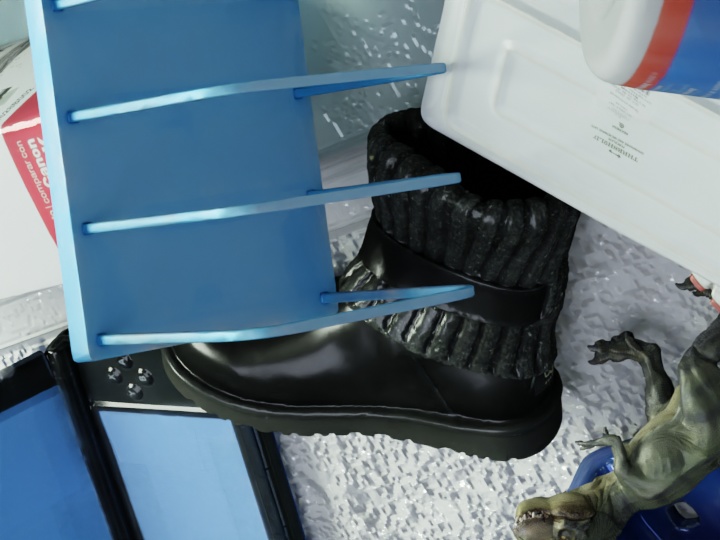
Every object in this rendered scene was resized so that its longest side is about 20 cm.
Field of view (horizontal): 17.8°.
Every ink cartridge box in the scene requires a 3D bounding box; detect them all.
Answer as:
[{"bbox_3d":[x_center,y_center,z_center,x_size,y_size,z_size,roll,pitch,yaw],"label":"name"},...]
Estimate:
[{"bbox_3d":[-0.152,-0.054,1.081,0.199,0.147,0.083,-13,113,35],"label":"ink cartridge box"}]

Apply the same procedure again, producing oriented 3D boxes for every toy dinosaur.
[{"bbox_3d":[0.150,0.053,1.029,0.200,0.047,0.088,-32,63,14],"label":"toy dinosaur"}]

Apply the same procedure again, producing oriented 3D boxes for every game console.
[{"bbox_3d":[-0.133,0.144,1.228,0.170,0.118,0.201,2,123,29],"label":"game console"}]

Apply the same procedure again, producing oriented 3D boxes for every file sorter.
[{"bbox_3d":[-0.042,-0.073,0.947,0.122,0.138,0.201,-5,94,48],"label":"file sorter"}]

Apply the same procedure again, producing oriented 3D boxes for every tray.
[{"bbox_3d":[0.108,-0.055,0.922,0.200,0.022,0.108,31,132,22],"label":"tray"}]

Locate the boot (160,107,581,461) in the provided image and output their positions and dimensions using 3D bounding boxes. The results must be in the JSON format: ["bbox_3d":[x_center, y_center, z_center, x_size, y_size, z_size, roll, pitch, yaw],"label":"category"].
[{"bbox_3d":[0.001,-0.002,1.073,0.210,0.080,0.158,7,132,13],"label":"boot"}]

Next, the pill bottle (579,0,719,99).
[{"bbox_3d":[0.184,-0.108,0.798,0.199,0.112,0.113,6,129,-6],"label":"pill bottle"}]

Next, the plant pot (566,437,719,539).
[{"bbox_3d":[0.193,0.186,1.024,0.200,0.200,0.180,-21,117,39],"label":"plant pot"}]

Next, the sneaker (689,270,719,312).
[{"bbox_3d":[0.159,-0.046,0.955,0.200,0.078,0.082,45,131,-6],"label":"sneaker"}]
